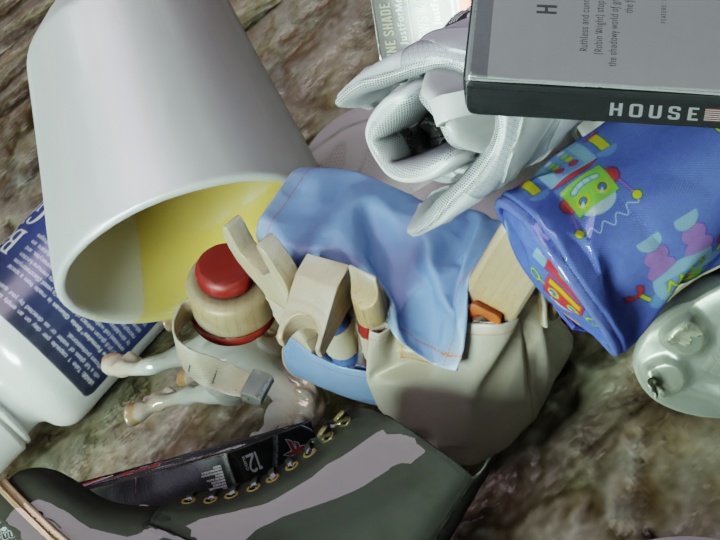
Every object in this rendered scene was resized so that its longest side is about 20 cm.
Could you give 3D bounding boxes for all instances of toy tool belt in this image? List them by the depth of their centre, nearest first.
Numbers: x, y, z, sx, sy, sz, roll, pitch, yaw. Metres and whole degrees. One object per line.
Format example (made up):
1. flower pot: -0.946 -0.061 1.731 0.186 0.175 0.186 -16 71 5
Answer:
1. toy tool belt: 0.000 0.000 0.849 0.198 0.123 0.125 15 54 20

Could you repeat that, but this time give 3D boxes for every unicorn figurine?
1. unicorn figurine: -0.064 0.049 0.979 0.136 0.074 0.201 -13 32 25

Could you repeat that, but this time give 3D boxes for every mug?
1. mug: -0.105 -0.066 0.963 0.148 0.187 0.154 -18 68 -6

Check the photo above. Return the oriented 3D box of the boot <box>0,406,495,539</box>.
1. boot: -0.051 0.102 0.798 0.199 0.078 0.139 28 80 14

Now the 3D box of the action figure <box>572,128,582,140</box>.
1. action figure: 0.189 -0.131 0.912 0.199 0.119 0.055 -23 1 2

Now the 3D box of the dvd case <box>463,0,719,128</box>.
1. dvd case: 0.142 -0.116 0.672 0.198 0.025 0.151 4 56 6

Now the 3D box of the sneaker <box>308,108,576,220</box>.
1. sneaker: 0.021 -0.034 0.997 0.199 0.074 0.116 -9 38 43

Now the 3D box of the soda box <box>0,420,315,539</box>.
1. soda box: -0.106 0.131 0.909 0.199 0.064 0.071 -18 -1 37

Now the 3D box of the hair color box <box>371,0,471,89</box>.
1. hair color box: 0.068 -0.151 0.971 0.063 0.112 0.200 -3 15 24

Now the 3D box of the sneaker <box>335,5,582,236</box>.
1. sneaker: 0.037 -0.065 0.758 0.114 0.076 0.200 -30 2 -26

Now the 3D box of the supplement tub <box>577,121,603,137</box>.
1. supplement tub: 0.191 -0.119 0.819 0.199 0.141 0.140 -34 28 -1

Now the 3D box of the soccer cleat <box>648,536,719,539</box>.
1. soccer cleat: 0.072 0.149 0.687 0.199 0.070 0.086 -23 -12 36

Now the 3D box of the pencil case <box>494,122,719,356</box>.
1. pencil case: 0.150 -0.046 0.712 0.199 0.087 0.078 -33 54 -4

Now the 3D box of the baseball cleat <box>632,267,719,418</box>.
1. baseball cleat: 0.207 -0.003 0.745 0.199 0.070 0.107 -22 19 24

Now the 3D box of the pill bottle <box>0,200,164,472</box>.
1. pill bottle: -0.185 0.024 1.132 0.200 0.111 0.111 -48 29 -13
